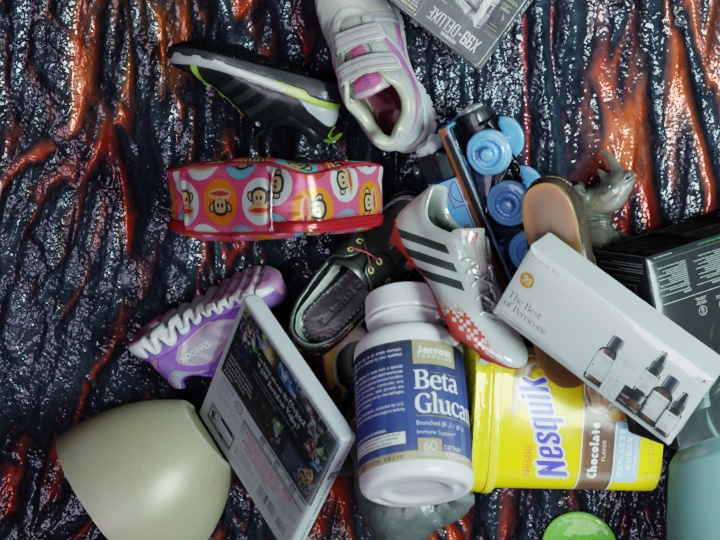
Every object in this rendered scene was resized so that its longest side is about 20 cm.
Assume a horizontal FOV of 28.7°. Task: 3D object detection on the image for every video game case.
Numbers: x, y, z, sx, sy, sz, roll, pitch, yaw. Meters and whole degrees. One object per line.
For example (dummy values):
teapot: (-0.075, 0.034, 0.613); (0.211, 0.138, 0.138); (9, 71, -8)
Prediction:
video game case: (-0.090, 0.158, 1.451); (0.200, 0.023, 0.183); (53, 136, 32)

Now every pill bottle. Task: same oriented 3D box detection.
pill bottle: (0.049, 0.119, 1.373); (0.110, 0.111, 0.202); (-12, 63, 17)

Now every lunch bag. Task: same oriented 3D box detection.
lunch bag: (-0.078, -0.077, 1.419); (0.198, 0.175, 0.083); (3, 98, 35)

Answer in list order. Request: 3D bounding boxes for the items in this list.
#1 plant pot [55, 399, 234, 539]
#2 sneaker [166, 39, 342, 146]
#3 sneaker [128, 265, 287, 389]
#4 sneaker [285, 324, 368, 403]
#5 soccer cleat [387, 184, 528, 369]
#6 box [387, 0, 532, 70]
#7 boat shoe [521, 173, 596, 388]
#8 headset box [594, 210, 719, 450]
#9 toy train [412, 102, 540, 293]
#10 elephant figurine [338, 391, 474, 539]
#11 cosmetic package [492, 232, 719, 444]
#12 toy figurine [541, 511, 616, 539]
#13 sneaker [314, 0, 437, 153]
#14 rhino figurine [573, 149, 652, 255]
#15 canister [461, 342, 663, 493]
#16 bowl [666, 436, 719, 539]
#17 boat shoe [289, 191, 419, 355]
plant pot: (-0.215, 0.219, 1.534); (0.134, 0.200, 0.201); (-37, 94, 1)
sneaker: (-0.112, -0.178, 1.450); (0.198, 0.072, 0.084); (18, 110, 9)
sneaker: (-0.153, 0.067, 1.529); (0.199, 0.081, 0.089); (-27, 104, 24)
sneaker: (-0.056, 0.134, 1.519); (0.089, 0.075, 0.202); (27, 110, 13)
soccer cleat: (0.102, 0.006, 1.349); (0.085, 0.068, 0.201); (-53, 59, 31)
box: (0.083, -0.316, 1.355); (0.199, 0.050, 0.158); (37, 96, 2)
boat shoe: (0.196, 0.007, 1.344); (0.070, 0.070, 0.202); (-3, 101, 16)
headset box: (0.335, 0.058, 1.345); (0.173, 0.093, 0.202); (-17, 101, -20)
toy train: (0.126, -0.064, 1.414); (0.113, 0.087, 0.202); (-20, 101, 24)
elephant figurine: (0.023, 0.181, 1.472); (0.141, 0.156, 0.201); (-28, 110, 29)
cosmetic package: (0.222, 0.060, 1.269); (0.199, 0.051, 0.083); (37, 119, 16)
toy figurine: (0.250, 0.369, 1.447); (0.149, 0.184, 0.201); (-32, 95, 20)
sneaker: (0.012, -0.207, 1.401); (0.081, 0.088, 0.201); (-26, 97, 19)
rhino figurine: (0.246, -0.020, 1.408); (0.086, 0.060, 0.202); (-1, 102, 19)
canister: (0.199, 0.147, 1.411); (0.198, 0.087, 0.150); (3, 91, -10)
bowl: (0.383, 0.206, 1.381); (0.199, 0.201, 0.106); (-19, 80, 18)
boat shoe: (0.002, 0.002, 1.449); (0.074, 0.063, 0.202); (39, 88, 9)
